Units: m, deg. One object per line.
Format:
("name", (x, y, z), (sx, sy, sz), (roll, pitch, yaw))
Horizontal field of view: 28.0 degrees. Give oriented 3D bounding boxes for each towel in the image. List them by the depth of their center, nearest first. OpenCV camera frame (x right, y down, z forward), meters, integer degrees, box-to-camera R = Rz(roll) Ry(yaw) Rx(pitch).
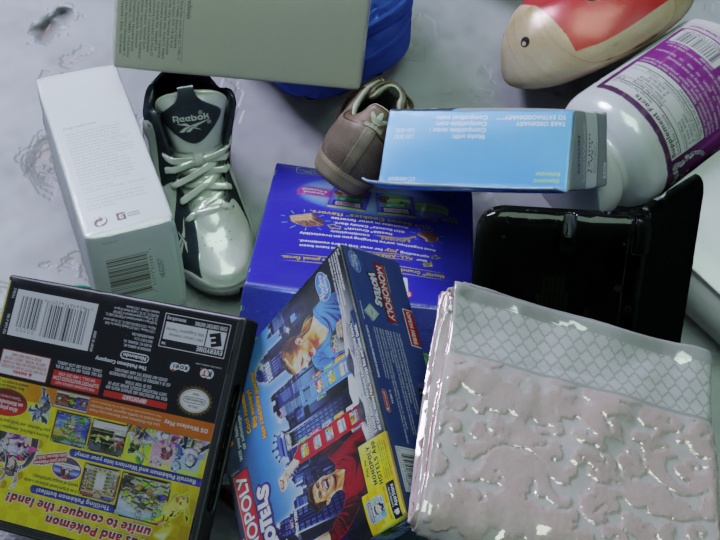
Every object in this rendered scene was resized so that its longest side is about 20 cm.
("towel", (0.135, 0.106, 0.915), (0.200, 0.032, 0.191), (16, 51, -8))

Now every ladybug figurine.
("ladybug figurine", (0.209, -0.231, 1.294), (0.200, 0.072, 0.136), (-30, 22, -17))

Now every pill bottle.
("pill bottle", (0.245, -0.124, 1.245), (0.200, 0.112, 0.112), (-35, 68, -22))

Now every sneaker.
("sneaker", (-0.134, -0.087, 1.180), (0.079, 0.130, 0.199), (-9, 60, -8))
("sneaker", (0.020, -0.123, 1.183), (0.070, 0.076, 0.200), (35, 25, -7))

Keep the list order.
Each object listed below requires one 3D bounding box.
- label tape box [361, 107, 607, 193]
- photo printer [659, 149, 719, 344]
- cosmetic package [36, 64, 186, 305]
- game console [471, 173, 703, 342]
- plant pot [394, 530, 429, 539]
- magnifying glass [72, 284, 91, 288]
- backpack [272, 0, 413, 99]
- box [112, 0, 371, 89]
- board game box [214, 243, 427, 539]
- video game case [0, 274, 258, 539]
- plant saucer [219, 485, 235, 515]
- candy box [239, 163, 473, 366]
("label tape box", (0.100, -0.092, 1.092), (0.143, 0.200, 0.066), (2, 94, 20))
("photo printer", (0.342, -0.006, 1.207), (0.166, 0.069, 0.200), (-35, 68, -22))
("cosmetic package", (-0.200, -0.064, 1.154), (0.074, 0.102, 0.200), (-13, 49, -12))
("game console", (0.163, 0.034, 1.065), (0.176, 0.200, 0.116), (3, 23, 1))
("plant pot", (0.101, 0.203, 0.988), (0.141, 0.200, 0.141), (-17, 62, -15))
("magnifying glass", (-0.168, 0.083, 1.106), (0.200, 0.022, 0.080), (50, 23, 27))
("backpack", (-0.052, -0.261, 1.272), (0.162, 0.168, 0.200), (-30, 70, -13))
("box", (-0.095, -0.199, 1.158), (0.200, 0.082, 0.068), (6, 21, -6))
("board game box", (-0.039, 0.119, 0.990), (0.062, 0.200, 0.200), (17, 49, -41))
("video game case", (-0.183, 0.107, 1.024), (0.200, 0.025, 0.181), (9, 82, 22))
("plant saucer", (-0.024, 0.122, 1.099), (0.200, 0.032, 0.200), (-6, 49, 7))
("candy box", (0.000, 0.000, 1.125), (0.169, 0.077, 0.200), (8, 29, 0))
